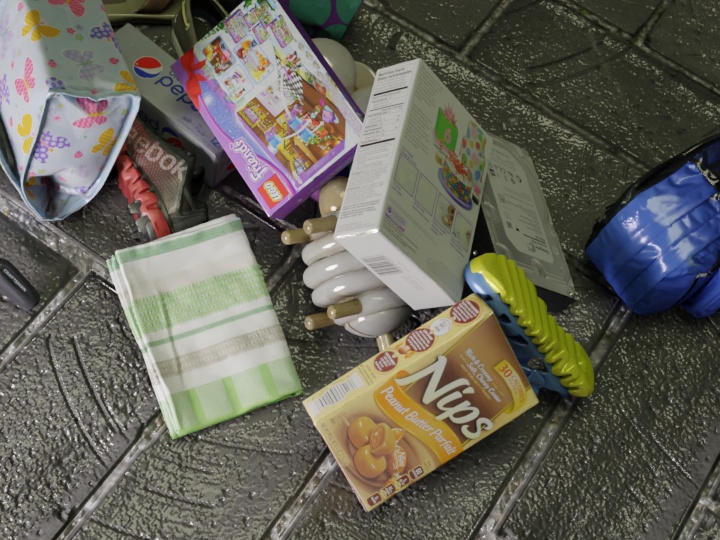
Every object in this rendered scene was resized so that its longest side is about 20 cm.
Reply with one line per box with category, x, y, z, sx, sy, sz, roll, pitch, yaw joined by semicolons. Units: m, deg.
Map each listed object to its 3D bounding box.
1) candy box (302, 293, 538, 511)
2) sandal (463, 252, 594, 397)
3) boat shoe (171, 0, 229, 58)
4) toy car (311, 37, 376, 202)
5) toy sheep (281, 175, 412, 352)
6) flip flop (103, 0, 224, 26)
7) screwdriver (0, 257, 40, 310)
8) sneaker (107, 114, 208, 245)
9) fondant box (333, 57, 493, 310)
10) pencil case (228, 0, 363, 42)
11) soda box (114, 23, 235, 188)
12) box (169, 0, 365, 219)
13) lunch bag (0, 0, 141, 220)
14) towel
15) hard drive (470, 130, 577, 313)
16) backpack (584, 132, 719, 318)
candy box;0.058;0.126;1.245;0.199;0.116;0.055;-32;25;-3
sandal;0.156;0.068;1.307;0.086;0.201;0.080;-26;28;23
boat shoe;-0.149;-0.223;1.416;0.071;0.061;0.203;-15;58;-29
toy car;-0.018;-0.148;1.423;0.200;0.175;0.150;41;97;16
toy sheep;0.000;0.000;1.340;0.136;0.138;0.202;-13;87;-16
flip flop;-0.246;-0.338;1.542;0.197;0.058;0.082;-8;61;-13
screwdriver;-0.390;-0.035;1.291;0.029;0.201;0.028;-37;25;-2
sneaker;-0.224;-0.113;1.405;0.097;0.071;0.202;-20;66;-19
fondant box;0.057;-0.083;1.282;0.058;0.144;0.202;-8;55;37
pencil case;-0.098;-0.332;1.519;0.198;0.092;0.086;21;83;-18
soda box;-0.213;-0.185;1.452;0.199;0.064;0.068;38;58;14
box;-0.090;-0.174;1.337;0.136;0.039;0.201;-37;76;13
lunch bag;-0.326;-0.172;1.348;0.126;0.201;0.171;-4;56;-33
towel;-0.156;0.053;1.315;0.148;0.031;0.202;-19;78;-17
hard drive;0.158;-0.060;1.408;0.139;0.038;0.202;18;49;-43
backpack;0.357;-0.039;1.396;0.199;0.163;0.169;-27;70;-23
